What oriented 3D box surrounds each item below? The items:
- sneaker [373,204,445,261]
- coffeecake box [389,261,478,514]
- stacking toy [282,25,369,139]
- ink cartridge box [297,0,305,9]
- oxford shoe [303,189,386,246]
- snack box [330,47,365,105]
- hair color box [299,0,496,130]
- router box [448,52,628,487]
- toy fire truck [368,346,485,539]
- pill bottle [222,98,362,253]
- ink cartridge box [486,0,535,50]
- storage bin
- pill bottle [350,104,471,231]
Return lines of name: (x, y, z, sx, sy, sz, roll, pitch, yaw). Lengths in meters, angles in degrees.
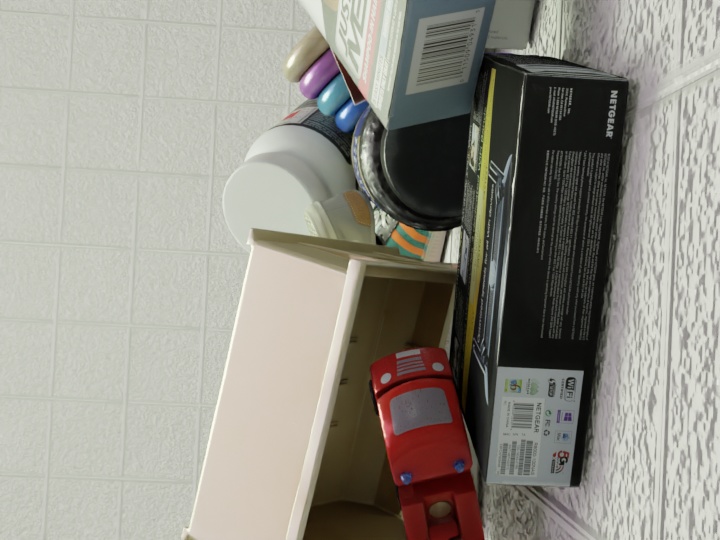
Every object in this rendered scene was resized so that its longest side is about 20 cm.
sneaker: (0.046, -0.056, 1.047, 0.072, 0.078, 0.202, -88, 3, -48)
coffeecake box: (0.054, 0.105, 0.863, 0.154, 0.072, 0.204, 108, 165, -80)
stacking toy: (0.024, -0.129, 0.904, 0.201, 0.085, 0.085, 49, -177, -3)
ink cartridge box: (0.016, -0.303, 1.001, 0.145, 0.084, 0.200, -44, 11, -2)
oxford shoe: (0.000, 0.000, 0.885, 0.076, 0.057, 0.201, 59, 172, 30)
snack box: (-0.029, -0.231, 0.805, 0.072, 0.024, 0.203, -57, -55, -72)
hair color box: (0.004, -0.188, 0.613, 0.100, 0.060, 0.201, 100, 149, -47)
router box: (0.088, -0.010, 0.561, 0.157, 0.051, 0.204, -98, 11, -74)
toy fire truck: (0.050, 0.159, 0.579, 0.142, 0.048, 0.202, -102, -1, -49)
pill bottle: (-0.042, -0.092, 0.963, 0.200, 0.114, 0.118, -49, -31, -55)
ink cartridge box: (0.087, -0.264, 0.680, 0.117, 0.065, 0.203, -93, 7, -55)
storage bin: (-0.001, 0.088, 0.674, 0.197, 0.093, 0.204, 5, -81, -55)
pill bottle: (0.051, -0.088, 0.772, 0.200, 0.109, 0.114, -115, 28, -83)
